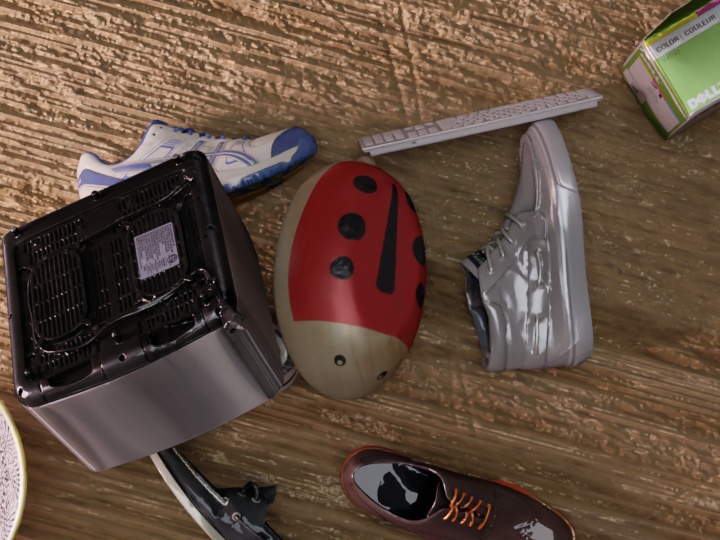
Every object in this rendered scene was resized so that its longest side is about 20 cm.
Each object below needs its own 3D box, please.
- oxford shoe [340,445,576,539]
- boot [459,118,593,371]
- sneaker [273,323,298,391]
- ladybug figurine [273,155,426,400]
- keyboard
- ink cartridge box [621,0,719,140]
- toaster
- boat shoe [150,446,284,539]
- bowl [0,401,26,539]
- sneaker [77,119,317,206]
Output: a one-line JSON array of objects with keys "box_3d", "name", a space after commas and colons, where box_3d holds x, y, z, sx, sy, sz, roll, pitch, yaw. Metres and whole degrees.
[{"box_3d": [0.078, 0.195, 1.283, 0.198, 0.073, 0.072, 16, 85, 1], "name": "oxford shoe"}, {"box_3d": [0.127, -0.018, 1.298, 0.095, 0.074, 0.202, -7, 87, -8], "name": "boot"}, {"box_3d": [-0.146, 0.066, 1.289, 0.198, 0.081, 0.077, -4, 87, 1], "name": "sneaker"}, {"box_3d": [0.000, 0.000, 1.270, 0.135, 0.072, 0.202, 16, 68, -34], "name": "ladybug figurine"}, {"box_3d": [0.097, -0.123, 1.317, 0.198, 0.056, 0.011, -12, 109, -1], "name": "keyboard"}, {"box_3d": [0.295, -0.183, 1.249, 0.147, 0.200, 0.076, -31, 86, -2], "name": "ink cartridge box"}, {"box_3d": [-0.161, 0.034, 1.199, 0.179, 0.119, 0.201, -24, 47, 7], "name": "toaster"}, {"box_3d": [-0.084, 0.203, 1.282, 0.066, 0.075, 0.200, -42, 87, -5], "name": "boat shoe"}, {"box_3d": [-0.352, 0.165, 1.265, 0.198, 0.094, 0.203, 0, 85, 0], "name": "bowl"}, {"box_3d": [-0.135, -0.089, 1.304, 0.198, 0.075, 0.089, -20, 82, -4], "name": "sneaker"}]
